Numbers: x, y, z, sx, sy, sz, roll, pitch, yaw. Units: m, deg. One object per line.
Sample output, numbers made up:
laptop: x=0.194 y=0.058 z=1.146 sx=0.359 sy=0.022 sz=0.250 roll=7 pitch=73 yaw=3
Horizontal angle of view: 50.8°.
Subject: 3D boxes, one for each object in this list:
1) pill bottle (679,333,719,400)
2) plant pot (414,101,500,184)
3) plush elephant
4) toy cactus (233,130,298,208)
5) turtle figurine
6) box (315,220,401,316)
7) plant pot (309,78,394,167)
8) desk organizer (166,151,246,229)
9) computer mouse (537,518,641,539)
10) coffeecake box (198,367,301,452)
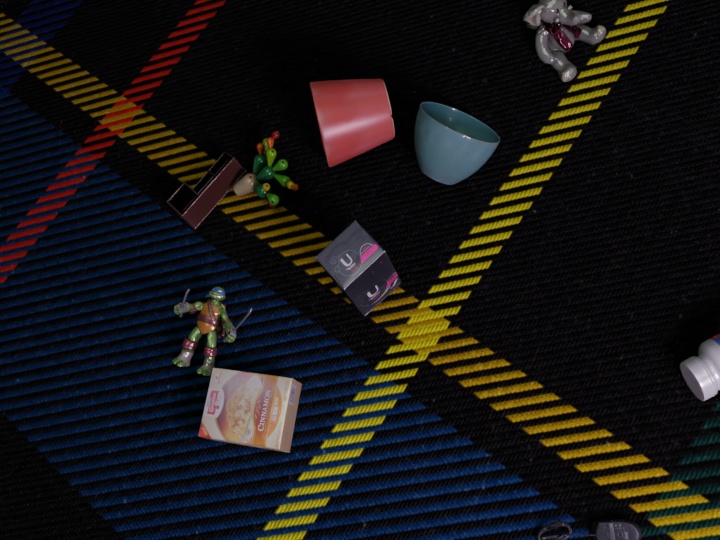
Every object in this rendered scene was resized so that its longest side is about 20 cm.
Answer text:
pill bottle: x=0.729 y=0.169 z=1.469 sx=0.197 sy=0.112 sz=0.114 roll=-28 pitch=67 yaw=2
plant pot: x=0.202 y=-0.279 z=1.738 sx=0.199 sy=0.199 sz=0.137 roll=35 pitch=119 yaw=22
plush elephant: x=0.466 y=-0.582 z=1.775 sx=0.165 sy=0.155 sz=0.200 roll=-44 pitch=67 yaw=-4
toy cactus: x=-0.240 y=-0.234 z=1.884 sx=0.163 sy=0.102 sz=0.204 roll=-24 pitch=68 yaw=25
turtle figurine: x=-0.361 y=0.136 z=1.729 sx=0.199 sy=0.142 sz=0.198 roll=25 pitch=98 yaw=63
box: x=0.000 y=0.000 z=1.667 sx=0.122 sy=0.200 sz=0.106 roll=-42 pitch=66 yaw=-3
plant pot: x=-0.017 y=-0.367 z=1.819 sx=0.174 sy=0.201 sz=0.204 roll=-13 pitch=68 yaw=-2
desk organizer: x=-0.387 y=-0.212 z=1.908 sx=0.071 sy=0.077 sz=0.201 roll=38 pitch=84 yaw=23
computer mouse: x=0.442 y=0.511 z=1.471 sx=0.196 sy=0.034 sz=0.060 roll=-6 pitch=86 yaw=18
coffeecake box: x=-0.245 y=0.310 z=1.690 sx=0.196 sy=0.073 sz=0.157 roll=5 pitch=73 yaw=16
